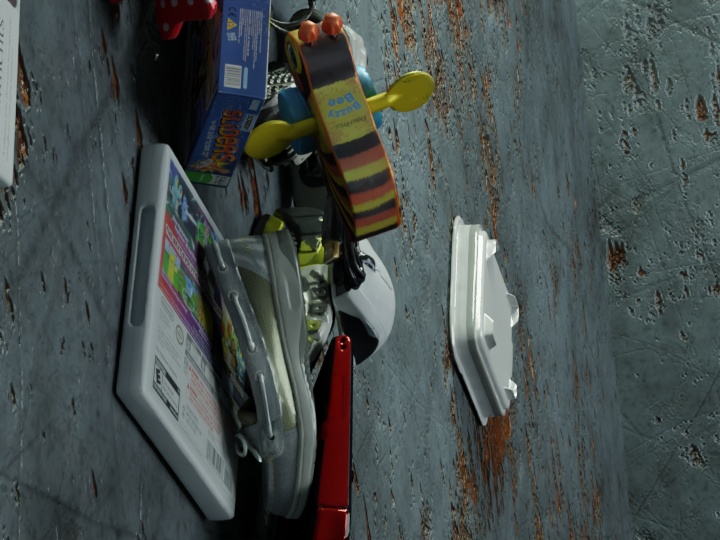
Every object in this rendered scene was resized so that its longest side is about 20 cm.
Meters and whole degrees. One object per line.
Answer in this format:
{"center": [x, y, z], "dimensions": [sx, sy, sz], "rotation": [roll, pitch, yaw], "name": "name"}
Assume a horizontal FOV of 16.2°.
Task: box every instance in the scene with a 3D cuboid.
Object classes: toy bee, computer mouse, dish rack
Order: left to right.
{"center": [-0.028, -0.122, 1.725], "dimensions": [0.200, 0.131, 0.109], "rotation": [47, -15, 10], "name": "toy bee"}
{"center": [0.000, 0.000, 1.844], "dimensions": [0.200, 0.044, 0.110], "rotation": [79, 5, -60], "name": "computer mouse"}
{"center": [0.136, 0.054, 2.714], "dimensions": [0.200, 0.043, 0.173], "rotation": [67, 22, -57], "name": "dish rack"}

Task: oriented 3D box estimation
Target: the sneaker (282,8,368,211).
{"center": [-0.034, -0.114, 2.007], "dimensions": [0.079, 0.074, 0.201], "rotation": [39, 41, -59], "name": "sneaker"}

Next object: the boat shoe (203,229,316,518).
{"center": [-0.067, 0.073, 1.729], "dimensions": [0.074, 0.064, 0.203], "rotation": [-112, -163, -70], "name": "boat shoe"}

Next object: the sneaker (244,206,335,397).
{"center": [-0.046, 0.038, 1.873], "dimensions": [0.201, 0.074, 0.085], "rotation": [-78, 160, -50], "name": "sneaker"}

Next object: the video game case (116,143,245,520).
{"center": [-0.115, 0.044, 1.694], "dimensions": [0.200, 0.023, 0.183], "rotation": [63, 27, -57], "name": "video game case"}

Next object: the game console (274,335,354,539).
{"center": [-0.033, 0.169, 1.818], "dimensions": [0.200, 0.031, 0.178], "rotation": [111, -12, -53], "name": "game console"}

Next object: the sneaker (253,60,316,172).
{"center": [-0.060, -0.110, 1.867], "dimensions": [0.200, 0.073, 0.081], "rotation": [-36, 123, -74], "name": "sneaker"}

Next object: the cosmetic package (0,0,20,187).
{"center": [-0.218, -0.157, 1.261], "dimensions": [0.151, 0.051, 0.201], "rotation": [44, 44, -67], "name": "cosmetic package"}

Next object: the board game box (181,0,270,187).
{"center": [-0.089, -0.176, 1.725], "dimensions": [0.135, 0.034, 0.201], "rotation": [122, -27, -63], "name": "board game box"}

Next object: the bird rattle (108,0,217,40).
{"center": [-0.111, -0.243, 1.650], "dimensions": [0.163, 0.112, 0.202], "rotation": [107, -16, -81], "name": "bird rattle"}
